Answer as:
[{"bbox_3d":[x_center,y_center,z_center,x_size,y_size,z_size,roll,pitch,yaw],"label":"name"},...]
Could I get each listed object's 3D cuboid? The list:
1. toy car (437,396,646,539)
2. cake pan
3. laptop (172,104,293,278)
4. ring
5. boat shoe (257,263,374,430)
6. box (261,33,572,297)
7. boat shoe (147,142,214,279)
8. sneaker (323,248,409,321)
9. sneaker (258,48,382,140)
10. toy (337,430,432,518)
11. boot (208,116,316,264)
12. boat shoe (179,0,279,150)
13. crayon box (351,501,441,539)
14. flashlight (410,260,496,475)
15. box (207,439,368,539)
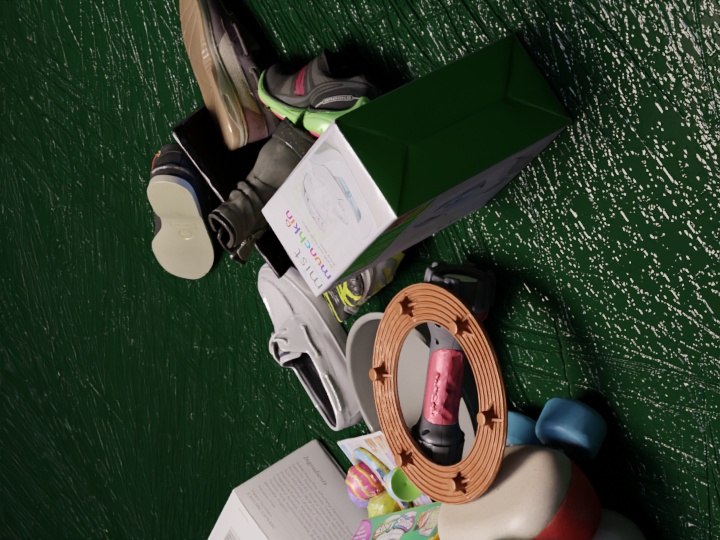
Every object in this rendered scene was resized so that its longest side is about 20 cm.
[{"bbox_3d":[0.185,0.250,1.552,0.200,0.185,0.177,38,153,-16],"label":"toy car"},{"bbox_3d":[0.062,0.127,1.717,0.200,0.037,0.201,36,141,36],"label":"cake pan"},{"bbox_3d":[-0.139,-0.074,1.763,0.103,0.200,0.178,-33,100,23],"label":"laptop"},{"bbox_3d":[0.064,0.112,1.543,0.200,0.019,0.202,19,113,55],"label":"ring"},{"bbox_3d":[-0.059,0.081,1.831,0.201,0.068,0.072,58,149,7],"label":"boat shoe"},{"bbox_3d":[0.042,-0.087,1.421,0.097,0.199,0.176,57,148,8],"label":"box"},{"bbox_3d":[-0.198,-0.062,1.938,0.073,0.063,0.202,7,145,6],"label":"boat shoe"},{"bbox_3d":[0.000,0.000,1.685,0.076,0.076,0.200,61,167,-5],"label":"sneaker"},{"bbox_3d":[-0.031,-0.164,1.607,0.077,0.084,0.200,33,180,-32],"label":"sneaker"},{"bbox_3d":[0.018,0.230,1.799,0.115,0.047,0.200,54,161,-1],"label":"toy"},{"bbox_3d":[-0.082,-0.060,1.631,0.068,0.131,0.200,39,175,18],"label":"boot"},{"bbox_3d":[-0.131,-0.214,1.711,0.072,0.064,0.201,119,137,-60],"label":"boat shoe"},{"bbox_3d":[0.098,0.308,1.720,0.172,0.058,0.200,38,152,-14],"label":"crayon box"},{"bbox_3d":[0.080,0.095,1.584,0.068,0.067,0.202,21,111,41],"label":"flashlight"},{"bbox_3d":[-0.064,0.339,1.981,0.200,0.130,0.199,51,147,16],"label":"box"}]
